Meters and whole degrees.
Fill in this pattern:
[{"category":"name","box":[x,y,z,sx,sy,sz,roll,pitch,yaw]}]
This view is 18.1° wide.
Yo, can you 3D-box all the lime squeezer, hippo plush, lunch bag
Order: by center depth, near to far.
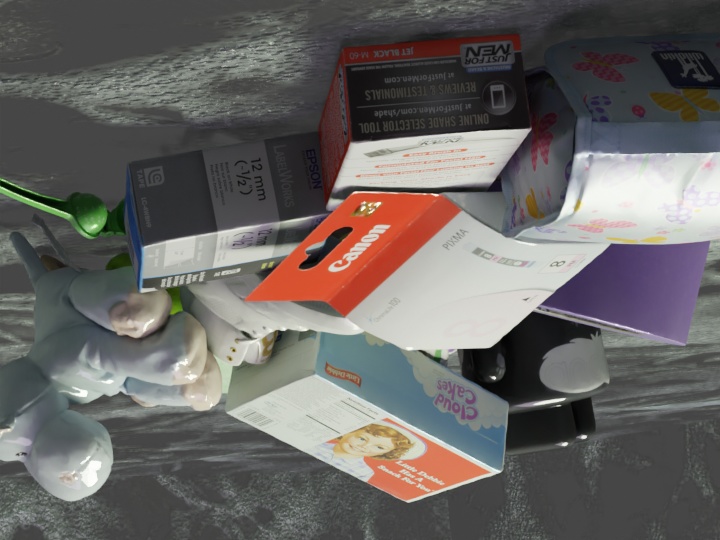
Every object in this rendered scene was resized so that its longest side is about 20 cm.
[{"category":"lunch bag","box":[0.186,-0.081,1.387,0.169,0.128,0.200,-2,180,-9]},{"category":"lime squeezer","box":[-0.178,-0.044,1.645,0.199,0.038,0.071,0,169,-25]},{"category":"hippo plush","box":[-0.217,0.079,1.701,0.200,0.161,0.159,41,159,-10]}]

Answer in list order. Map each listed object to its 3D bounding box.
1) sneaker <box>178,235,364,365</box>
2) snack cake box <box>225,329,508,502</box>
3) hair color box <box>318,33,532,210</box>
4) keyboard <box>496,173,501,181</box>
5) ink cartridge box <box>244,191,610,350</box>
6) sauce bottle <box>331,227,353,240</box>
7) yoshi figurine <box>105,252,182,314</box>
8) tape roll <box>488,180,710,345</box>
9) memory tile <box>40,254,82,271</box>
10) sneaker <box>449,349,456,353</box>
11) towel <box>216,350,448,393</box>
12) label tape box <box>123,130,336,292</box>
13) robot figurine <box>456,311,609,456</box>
[{"category":"sneaker","box":[-0.060,0.027,1.698,0.200,0.116,0.074,24,-131,33]},{"category":"snack cake box","box":[0.007,0.108,1.791,0.200,0.067,0.115,30,143,-31]},{"category":"hair color box","box":[0.036,-0.090,1.420,0.110,0.064,0.200,-5,172,-7]},{"category":"keyboard","box":[0.142,-0.059,1.757,0.056,0.011,0.200,14,178,14]},{"category":"ink cartridge box","box":[0.046,0.002,1.534,0.199,0.057,0.163,-6,156,-35]},{"category":"sauce bottle","box":[0.000,0.000,1.717,0.066,0.066,0.200,1,-164,-35]},{"category":"yoshi figurine","box":[-0.160,0.029,1.890,0.112,0.112,0.200,1,167,1]},{"category":"tape roll","box":[0.160,-0.007,1.722,0.199,0.085,0.200,15,179,0]},{"category":"memory tile","box":[-0.195,0.049,1.939,0.017,0.153,0.200,-47,164,4]},{"category":"sneaker","box":[0.041,0.023,1.934,0.072,0.115,0.200,-10,168,33]},{"category":"towel","box":[-0.029,0.074,1.832,0.199,0.023,0.153,6,150,3]},{"category":"label tape box","box":[-0.062,-0.044,1.577,0.199,0.066,0.143,-8,168,-8]},{"category":"robot figurine","box":[0.137,0.051,1.888,0.124,0.201,0.150,-11,180,-10]}]
